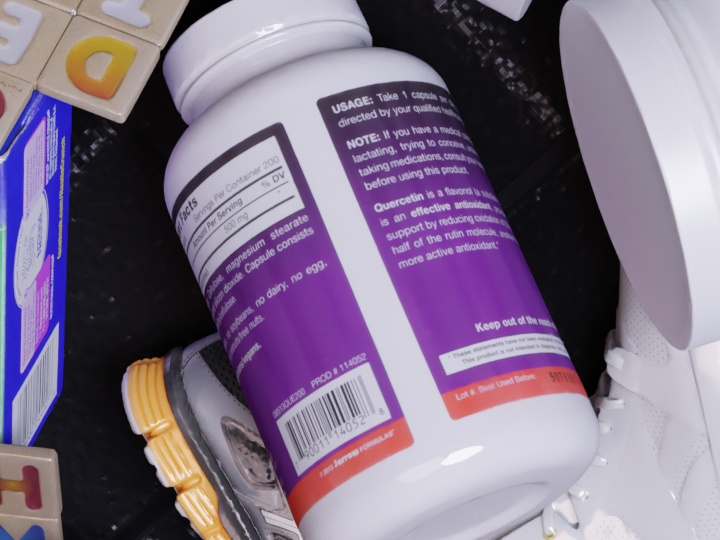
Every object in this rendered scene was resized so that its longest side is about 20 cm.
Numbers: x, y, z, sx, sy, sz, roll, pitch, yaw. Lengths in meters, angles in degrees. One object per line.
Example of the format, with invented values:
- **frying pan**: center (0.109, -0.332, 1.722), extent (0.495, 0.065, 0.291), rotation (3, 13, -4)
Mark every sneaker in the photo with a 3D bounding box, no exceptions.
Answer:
- **sneaker**: center (-0.012, 0.108, 0.979), extent (0.077, 0.078, 0.200), rotation (-31, 97, 2)
- **sneaker**: center (0.090, 0.071, 0.953), extent (0.115, 0.074, 0.200), rotation (-9, 100, 9)

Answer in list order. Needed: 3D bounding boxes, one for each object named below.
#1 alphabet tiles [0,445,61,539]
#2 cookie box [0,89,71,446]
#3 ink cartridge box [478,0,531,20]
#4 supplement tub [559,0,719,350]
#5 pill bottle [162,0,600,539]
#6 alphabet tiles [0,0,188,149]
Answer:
- **alphabet tiles**: center (-0.195, 0.108, 0.982), extent (0.166, 0.006, 0.200), rotation (6, 133, 4)
- **cookie box**: center (-0.215, -0.018, 0.959), extent (0.200, 0.075, 0.171), rotation (14, 129, 8)
- **ink cartridge box**: center (0.003, -0.199, 0.841), extent (0.200, 0.084, 0.146), rotation (29, 62, 3)
- **supplement tub**: center (0.181, -0.062, 0.851), extent (0.200, 0.145, 0.146), rotation (-18, 98, -5)
- **pill bottle**: center (0.000, 0.000, 0.917), extent (0.112, 0.112, 0.200), rotation (-27, 72, 14)
- **alphabet tiles**: center (-0.135, -0.133, 0.917), extent (0.166, 0.006, 0.200), rotation (21, 60, 5)
